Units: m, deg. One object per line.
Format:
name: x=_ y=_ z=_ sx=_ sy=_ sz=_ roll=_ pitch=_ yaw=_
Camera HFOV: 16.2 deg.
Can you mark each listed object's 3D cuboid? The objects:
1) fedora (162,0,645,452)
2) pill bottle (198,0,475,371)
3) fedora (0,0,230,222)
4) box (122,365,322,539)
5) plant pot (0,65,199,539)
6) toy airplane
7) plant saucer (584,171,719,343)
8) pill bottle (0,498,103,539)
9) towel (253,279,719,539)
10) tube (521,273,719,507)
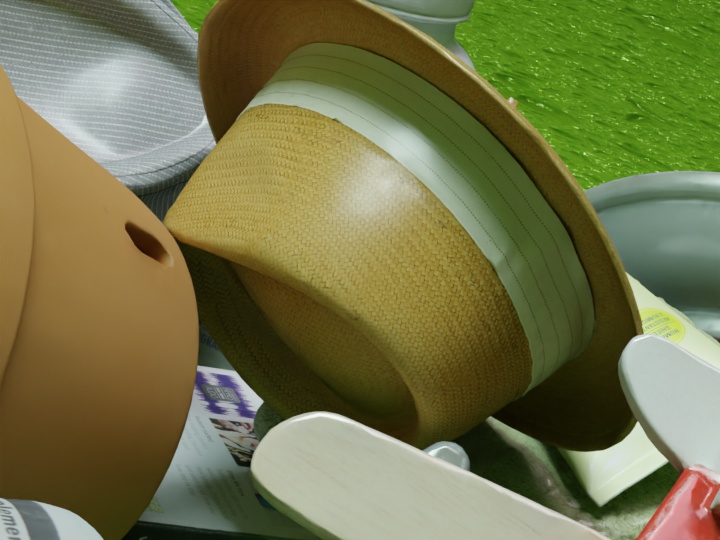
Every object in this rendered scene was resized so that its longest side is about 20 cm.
fedora: x=0.000 y=0.000 z=0.825 sx=0.200 sy=0.201 sz=0.082 roll=31 pitch=59 yaw=34
pill bottle: x=-0.017 y=-0.050 z=1.065 sx=0.112 sy=0.200 sz=0.112 roll=16 pitch=18 yaw=-5
fedora: x=-0.115 y=-0.058 z=0.919 sx=0.200 sy=0.177 sz=0.090 roll=17 pitch=-22 yaw=-24
box: x=-0.019 y=0.084 z=0.943 sx=0.200 sy=0.036 sz=0.144 roll=9 pitch=20 yaw=-23
plant pot: x=-0.146 y=0.019 z=0.787 sx=0.140 sy=0.200 sz=0.200 roll=23 pitch=10 yaw=-45
toy airplane: x=0.078 y=0.122 z=0.752 sx=0.199 sy=0.141 sz=0.200 roll=-8 pitch=57 yaw=-20
plant saucer: x=0.159 y=0.040 z=1.074 sx=0.200 sy=0.200 sz=0.050 roll=19 pitch=55 yaw=3
pill bottle: x=-0.125 y=0.110 z=0.636 sx=0.200 sy=0.113 sz=0.113 roll=10 pitch=20 yaw=-24
towel: x=0.076 y=0.064 z=0.922 sx=0.200 sy=0.037 sz=0.148 roll=-16 pitch=38 yaw=-36
tube: x=0.065 y=0.007 z=0.929 sx=0.052 sy=0.058 sz=0.200 roll=15 pitch=24 yaw=-42
